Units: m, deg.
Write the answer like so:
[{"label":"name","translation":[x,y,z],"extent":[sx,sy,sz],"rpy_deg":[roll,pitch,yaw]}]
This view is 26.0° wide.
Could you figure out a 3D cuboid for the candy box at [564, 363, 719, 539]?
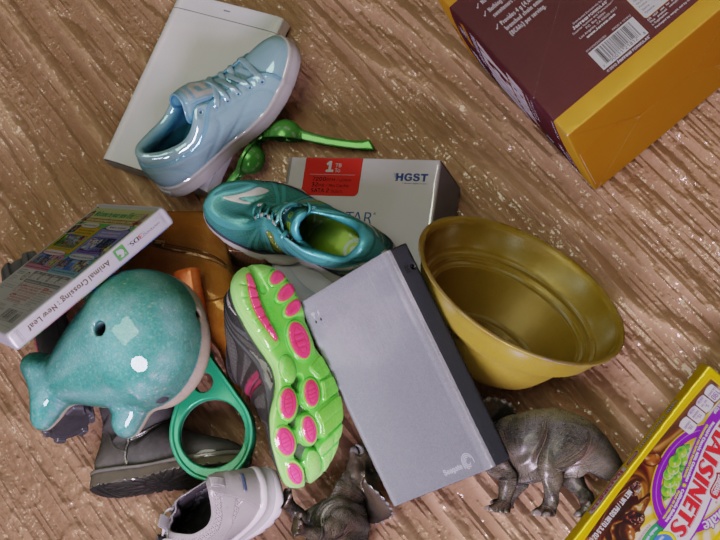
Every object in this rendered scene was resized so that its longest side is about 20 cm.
[{"label":"candy box","translation":[0.267,0.187,1.308],"extent":[0.102,0.026,0.200],"rpy_deg":[38,87,-7]}]

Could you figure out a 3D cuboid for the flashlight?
[{"label":"flashlight","translation":[-0.309,0.076,1.542],"extent":[0.068,0.068,0.200],"rpy_deg":[-25,57,9]}]

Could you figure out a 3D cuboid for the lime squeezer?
[{"label":"lime squeezer","translation":[-0.089,-0.108,1.567],"extent":[0.200,0.038,0.071],"rpy_deg":[-27,96,8]}]

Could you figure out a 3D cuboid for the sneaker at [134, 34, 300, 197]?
[{"label":"sneaker","translation":[-0.142,-0.163,1.538],"extent":[0.074,0.082,0.200],"rpy_deg":[38,87,35]}]

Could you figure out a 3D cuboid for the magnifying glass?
[{"label":"magnifying glass","translation":[-0.144,0.095,1.434],"extent":[0.080,0.022,0.200],"rpy_deg":[-13,77,10]}]

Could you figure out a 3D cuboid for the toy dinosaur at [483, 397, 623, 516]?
[{"label":"toy dinosaur","translation":[0.157,0.159,1.346],"extent":[0.200,0.077,0.102],"rpy_deg":[2,86,25]}]

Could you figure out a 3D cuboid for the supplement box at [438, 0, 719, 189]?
[{"label":"supplement box","translation":[0.217,-0.226,1.435],"extent":[0.197,0.133,0.200],"rpy_deg":[-40,63,4]}]

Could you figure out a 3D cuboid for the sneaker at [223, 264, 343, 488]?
[{"label":"sneaker","translation":[-0.072,0.094,1.388],"extent":[0.077,0.084,0.200],"rpy_deg":[-11,83,-27]}]

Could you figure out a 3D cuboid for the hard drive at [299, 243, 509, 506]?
[{"label":"hard drive","translation":[0.035,0.093,1.337],"extent":[0.140,0.033,0.200],"rpy_deg":[-31,83,48]}]

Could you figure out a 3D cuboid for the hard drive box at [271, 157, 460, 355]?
[{"label":"hard drive box","translation":[0.000,0.000,1.467],"extent":[0.156,0.077,0.200],"rpy_deg":[2,72,20]}]

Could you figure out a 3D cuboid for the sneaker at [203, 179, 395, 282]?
[{"label":"sneaker","translation":[-0.058,-0.044,1.416],"extent":[0.200,0.080,0.078],"rpy_deg":[17,79,25]}]

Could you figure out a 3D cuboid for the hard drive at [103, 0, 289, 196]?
[{"label":"hard drive","translation":[-0.171,-0.185,1.621],"extent":[0.132,0.027,0.200],"rpy_deg":[18,79,24]}]

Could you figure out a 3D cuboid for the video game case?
[{"label":"video game case","translation":[-0.279,0.001,1.460],"extent":[0.182,0.022,0.200],"rpy_deg":[-41,19,-18]}]

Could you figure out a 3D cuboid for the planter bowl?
[{"label":"planter bowl","translation":[0.125,0.045,1.375],"extent":[0.200,0.200,0.083],"rpy_deg":[45,123,27]}]

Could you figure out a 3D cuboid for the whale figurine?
[{"label":"whale figurine","translation":[-0.235,0.075,1.407],"extent":[0.200,0.104,0.159],"rpy_deg":[-23,69,20]}]

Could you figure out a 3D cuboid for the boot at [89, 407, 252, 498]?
[{"label":"boot","translation":[-0.189,0.111,1.509],"extent":[0.182,0.073,0.200],"rpy_deg":[-7,63,16]}]

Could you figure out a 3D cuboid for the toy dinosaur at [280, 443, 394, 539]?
[{"label":"toy dinosaur","translation":[-0.030,0.252,1.385],"extent":[0.077,0.102,0.200],"rpy_deg":[22,96,68]}]

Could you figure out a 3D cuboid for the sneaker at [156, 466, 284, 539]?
[{"label":"sneaker","translation":[-0.156,0.235,1.408],"extent":[0.200,0.082,0.075],"rpy_deg":[-49,42,30]}]

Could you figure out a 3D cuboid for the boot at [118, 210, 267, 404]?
[{"label":"boot","translation":[-0.164,0.034,1.492],"extent":[0.144,0.071,0.201],"rpy_deg":[5,61,-5]}]
